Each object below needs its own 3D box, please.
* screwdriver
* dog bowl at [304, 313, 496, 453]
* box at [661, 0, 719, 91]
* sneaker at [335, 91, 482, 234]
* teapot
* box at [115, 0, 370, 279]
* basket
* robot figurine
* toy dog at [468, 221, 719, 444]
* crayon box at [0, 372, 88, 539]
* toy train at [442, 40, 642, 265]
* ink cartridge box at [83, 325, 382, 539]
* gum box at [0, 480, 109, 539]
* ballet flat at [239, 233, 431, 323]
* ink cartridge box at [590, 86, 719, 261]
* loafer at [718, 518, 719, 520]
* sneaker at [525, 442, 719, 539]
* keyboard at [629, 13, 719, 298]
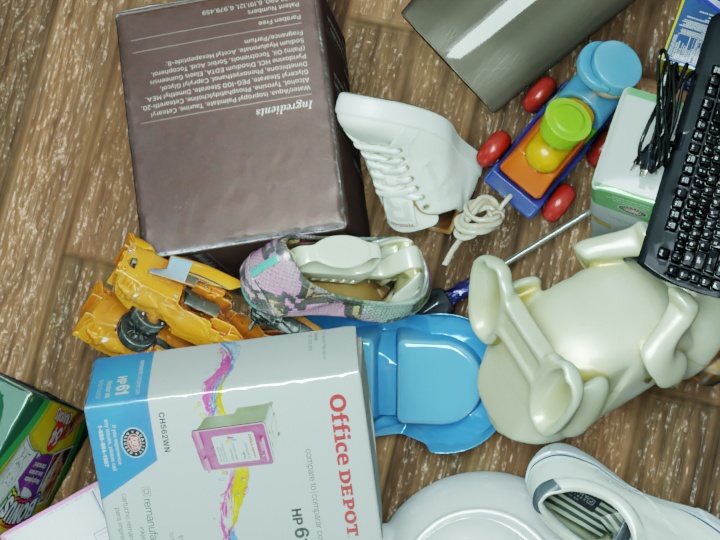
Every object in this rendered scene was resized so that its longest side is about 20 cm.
[{"bbox_3d":[0.107,0.004,1.555,0.199,0.029,0.028,-29,46,2],"label":"screwdriver"},{"bbox_3d":[0.022,0.084,1.529,0.199,0.050,0.112,1,100,7],"label":"dog bowl"},{"bbox_3d":[0.303,-0.243,1.554,0.064,0.070,0.201,21,83,9],"label":"box"},{"bbox_3d":[0.038,-0.077,1.493,0.073,0.200,0.085,12,81,32],"label":"sneaker"},{"bbox_3d":[0.097,0.244,1.456,0.199,0.146,0.198,-26,78,1],"label":"teapot"},{"bbox_3d":[-0.089,-0.103,1.528,0.163,0.166,0.201,-8,79,6],"label":"box"},{"bbox_3d":[0.141,-0.234,1.538,0.200,0.180,0.136,-44,121,5],"label":"basket"},{"bbox_3d":[-0.107,0.052,1.453,0.199,0.145,0.058,26,48,-15],"label":"robot figurine"},{"bbox_3d":[0.196,0.056,1.439,0.199,0.195,0.140,-19,49,-22],"label":"toy dog"},{"bbox_3d":[-0.290,0.170,1.487,0.058,0.200,0.173,26,84,10],"label":"crayon box"},{"bbox_3d":[0.141,-0.090,1.491,0.085,0.116,0.200,39,61,3],"label":"toy train"},{"bbox_3d":[-0.087,0.132,1.388,0.199,0.085,0.145,-8,111,0],"label":"ink cartridge box"},{"bbox_3d":[-0.169,0.192,1.512,0.199,0.114,0.066,-29,78,2],"label":"gum box"},{"bbox_3d":[0.000,0.000,1.430,0.071,0.199,0.069,-32,67,40],"label":"ballet flat"},{"bbox_3d":[0.254,-0.056,1.463,0.145,0.200,0.088,17,79,10],"label":"ink cartridge box"},{"bbox_3d":[0.342,0.250,1.465,0.199,0.073,0.073,24,88,11],"label":"loafer"},{"bbox_3d":[0.208,0.204,1.423,0.199,0.071,0.073,27,117,-4],"label":"sneaker"},{"bbox_3d":[0.244,-0.087,1.348,0.104,0.040,0.201,16,78,9],"label":"keyboard"}]
